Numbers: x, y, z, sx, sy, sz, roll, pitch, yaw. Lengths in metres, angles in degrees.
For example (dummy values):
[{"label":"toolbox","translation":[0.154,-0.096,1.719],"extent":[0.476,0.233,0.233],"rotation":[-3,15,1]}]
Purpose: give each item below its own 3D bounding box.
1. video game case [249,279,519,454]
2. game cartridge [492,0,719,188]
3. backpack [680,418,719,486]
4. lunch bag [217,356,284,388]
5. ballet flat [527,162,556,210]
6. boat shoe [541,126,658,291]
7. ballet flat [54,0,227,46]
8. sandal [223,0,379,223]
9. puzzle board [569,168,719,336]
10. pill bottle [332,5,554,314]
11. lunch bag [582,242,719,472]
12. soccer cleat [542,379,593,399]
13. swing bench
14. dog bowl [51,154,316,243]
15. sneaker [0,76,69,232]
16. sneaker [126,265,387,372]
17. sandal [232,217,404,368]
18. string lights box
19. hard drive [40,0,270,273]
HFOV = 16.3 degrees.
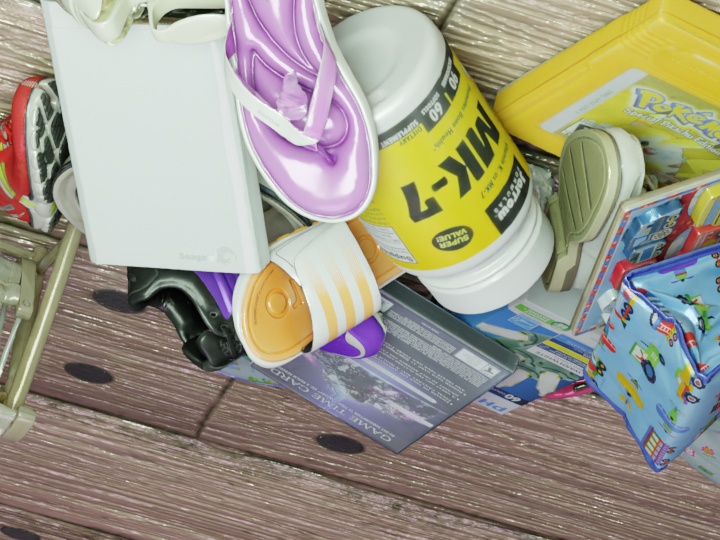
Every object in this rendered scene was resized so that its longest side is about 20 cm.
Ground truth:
[{"label":"video game case","translation":[0.015,0.069,1.915],"extent":[0.143,0.019,0.200],"rotation":[32,149,-11]},{"label":"game cartridge","translation":[0.209,-0.103,1.637],"extent":[0.176,0.033,0.200],"rotation":[23,156,-22]},{"label":"backpack","translation":[0.316,0.110,1.948],"extent":[0.167,0.127,0.200],"rotation":[0,151,34]},{"label":"lunch bag","translation":[-0.074,0.025,2.011],"extent":[0.160,0.083,0.200],"rotation":[6,156,14]},{"label":"ballet flat","translation":[0.041,-0.065,1.770],"extent":[0.200,0.072,0.072],"rotation":[15,157,-3]},{"label":"boat shoe","translation":[0.168,-0.043,1.682],"extent":[0.068,0.075,0.200],"rotation":[-3,162,-8]},{"label":"ballet flat","translation":[-0.136,-0.177,1.605],"extent":[0.200,0.067,0.068],"rotation":[3,148,22]},{"label":"sandal","translation":[-0.048,-0.123,1.536],"extent":[0.082,0.203,0.050],"rotation":[-16,-175,16]},{"label":"puzzle board","translation":[0.224,-0.019,1.664],"extent":[0.150,0.017,0.200],"rotation":[-18,159,-13]},{"label":"pill bottle","translation":[0.044,-0.068,1.655],"extent":[0.114,0.114,0.200],"rotation":[-4,140,34]},{"label":"lunch bag","translation":[0.266,0.027,1.695],"extent":[0.094,0.200,0.151],"rotation":[54,159,19]},{"label":"soccer cleat","translation":[0.111,0.067,2.050],"extent":[0.199,0.070,0.086],"rotation":[0,-178,13]},{"label":"swing bench","translation":[-0.346,0.023,1.998],"extent":[0.199,0.200,0.130],"rotation":[21,156,-17]},{"label":"dog bowl","translation":[-0.121,-0.066,1.841],"extent":[0.200,0.074,0.200],"rotation":[11,157,5]},{"label":"sneaker","translation":[-0.258,-0.087,1.869],"extent":[0.085,0.077,0.200],"rotation":[20,155,1]},{"label":"sneaker","translation":[-0.081,0.036,1.812],"extent":[0.200,0.100,0.070],"rotation":[25,149,-12]},{"label":"sandal","translation":[-0.003,-0.008,1.774],"extent":[0.059,0.207,0.079],"rotation":[-4,117,56]},{"label":"string lights box","translation":[0.122,0.043,1.891],"extent":[0.103,0.059,0.200],"rotation":[25,154,-19]},{"label":"hard drive","translation":[-0.138,-0.094,1.709],"extent":[0.132,0.026,0.200],"rotation":[4,120,20]}]
